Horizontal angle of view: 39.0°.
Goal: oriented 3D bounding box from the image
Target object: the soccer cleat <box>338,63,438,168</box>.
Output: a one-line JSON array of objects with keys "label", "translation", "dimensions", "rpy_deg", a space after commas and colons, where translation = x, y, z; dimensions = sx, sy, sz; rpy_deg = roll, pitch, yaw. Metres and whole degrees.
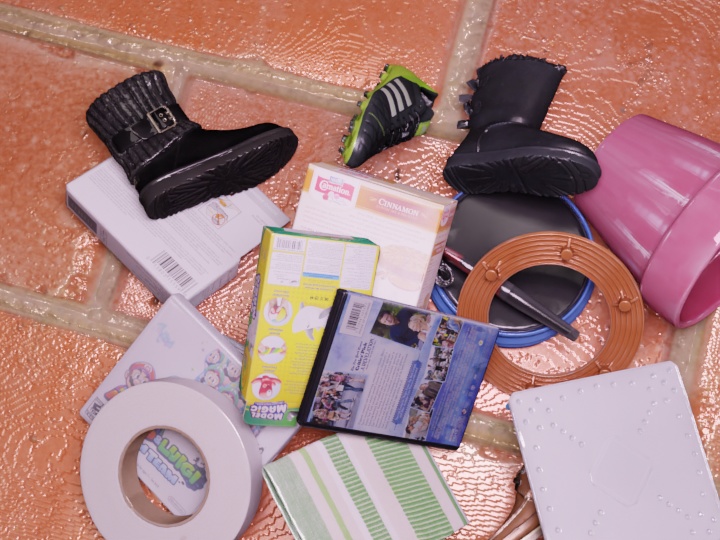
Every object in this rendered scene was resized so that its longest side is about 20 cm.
[{"label": "soccer cleat", "translation": [0.037, -0.172, 1.151], "dimensions": [0.081, 0.068, 0.200], "rpy_deg": [28, 41, 1]}]

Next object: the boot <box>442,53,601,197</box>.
[{"label": "boot", "translation": [0.191, -0.165, 1.132], "dimensions": [0.198, 0.073, 0.163], "rpy_deg": [3, 58, 39]}]

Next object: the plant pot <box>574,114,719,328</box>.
[{"label": "plant pot", "translation": [0.339, -0.068, 1.099], "dimensions": [0.200, 0.200, 0.179], "rpy_deg": [-42, 63, -9]}]

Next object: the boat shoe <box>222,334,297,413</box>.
[{"label": "boat shoe", "translation": [-0.076, 0.123, 1.111], "dimensions": [0.200, 0.070, 0.072], "rpy_deg": [20, 84, 10]}]

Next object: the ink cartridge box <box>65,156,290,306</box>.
[{"label": "ink cartridge box", "translation": [-0.212, -0.067, 1.183], "dimensions": [0.200, 0.044, 0.173], "rpy_deg": [43, 57, 12]}]

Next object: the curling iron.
[{"label": "curling iron", "translation": [0.149, 0.027, 1.117], "dimensions": [0.200, 0.026, 0.050], "rpy_deg": [26, 98, 3]}]

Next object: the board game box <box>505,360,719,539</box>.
[{"label": "board game box", "translation": [0.263, 0.208, 1.047], "dimensions": [0.199, 0.026, 0.201], "rpy_deg": [-9, 74, -17]}]

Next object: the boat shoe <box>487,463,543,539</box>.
[{"label": "boat shoe", "translation": [0.191, 0.235, 1.077], "dimensions": [0.200, 0.072, 0.068], "rpy_deg": [-35, 77, -21]}]

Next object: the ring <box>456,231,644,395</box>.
[{"label": "ring", "translation": [0.202, 0.056, 1.089], "dimensions": [0.200, 0.019, 0.201], "rpy_deg": [4, 113, 10]}]

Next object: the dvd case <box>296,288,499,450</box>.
[{"label": "dvd case", "translation": [0.042, 0.106, 1.046], "dimensions": [0.200, 0.018, 0.143], "rpy_deg": [14, 98, -30]}]

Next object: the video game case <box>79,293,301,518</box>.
[{"label": "video game case", "translation": [-0.185, 0.157, 1.096], "dimensions": [0.200, 0.024, 0.182], "rpy_deg": [43, 104, 12]}]

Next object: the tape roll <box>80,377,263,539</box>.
[{"label": "tape roll", "translation": [-0.200, 0.215, 1.072], "dimensions": [0.202, 0.037, 0.204], "rpy_deg": [1, 93, 16]}]

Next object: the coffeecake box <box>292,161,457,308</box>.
[{"label": "coffeecake box", "translation": [0.000, 0.000, 1.093], "dimensions": [0.153, 0.073, 0.201], "rpy_deg": [19, 103, 14]}]

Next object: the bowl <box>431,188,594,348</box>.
[{"label": "bowl", "translation": [0.171, -0.013, 1.158], "dimensions": [0.200, 0.039, 0.201], "rpy_deg": [-1, 75, 2]}]

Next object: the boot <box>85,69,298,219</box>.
[{"label": "boot", "translation": [-0.193, -0.164, 1.174], "dimensions": [0.211, 0.079, 0.158], "rpy_deg": [-23, 68, -25]}]

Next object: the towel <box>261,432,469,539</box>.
[{"label": "towel", "translation": [0.009, 0.233, 1.031], "dimensions": [0.200, 0.023, 0.153], "rpy_deg": [-18, 74, -42]}]

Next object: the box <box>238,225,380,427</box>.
[{"label": "box", "translation": [-0.054, 0.062, 1.030], "dimensions": [0.117, 0.048, 0.201], "rpy_deg": [7, 100, -18]}]
